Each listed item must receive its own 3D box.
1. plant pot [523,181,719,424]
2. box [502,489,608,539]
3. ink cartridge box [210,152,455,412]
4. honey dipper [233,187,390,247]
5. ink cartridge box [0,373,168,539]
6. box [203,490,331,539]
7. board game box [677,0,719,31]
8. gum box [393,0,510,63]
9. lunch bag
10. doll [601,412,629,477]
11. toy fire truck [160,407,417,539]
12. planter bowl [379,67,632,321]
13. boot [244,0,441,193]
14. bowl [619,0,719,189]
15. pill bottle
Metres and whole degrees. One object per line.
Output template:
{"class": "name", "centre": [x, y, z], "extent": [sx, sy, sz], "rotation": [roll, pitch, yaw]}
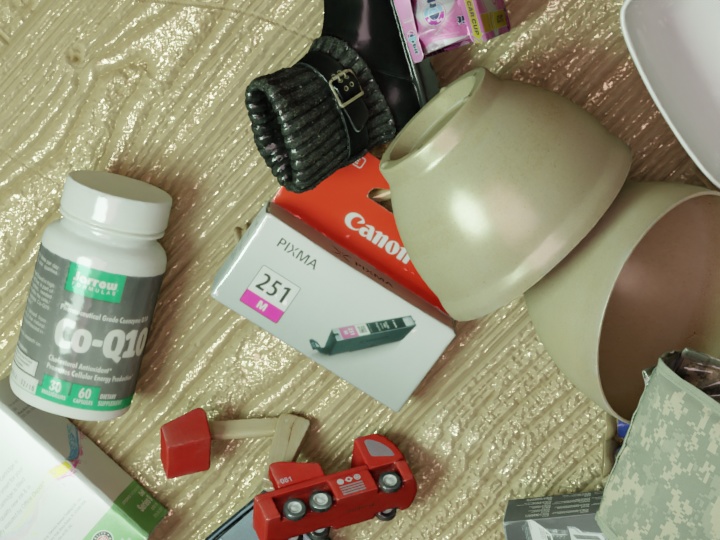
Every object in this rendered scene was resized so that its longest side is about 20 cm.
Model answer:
{"class": "plant pot", "centre": [0.212, 0.009, 1.538], "extent": [0.134, 0.200, 0.201], "rotation": [27, 107, 42]}
{"class": "box", "centre": [0.233, 0.267, 1.599], "extent": [0.199, 0.050, 0.159], "rotation": [-7, 107, 13]}
{"class": "ink cartridge box", "centre": [0.000, 0.000, 1.606], "extent": [0.200, 0.044, 0.174], "rotation": [32, 107, -11]}
{"class": "honey dipper", "centre": [-0.013, -0.052, 1.626], "extent": [0.199, 0.038, 0.038], "rotation": [-19, 97, 9]}
{"class": "ink cartridge box", "centre": [-0.300, 0.214, 1.695], "extent": [0.200, 0.088, 0.145], "rotation": [41, 104, -2]}
{"class": "box", "centre": [-0.071, 0.316, 1.695], "extent": [0.158, 0.051, 0.200], "rotation": [-40, 92, 13]}
{"class": "board game box", "centre": [0.302, -0.285, 1.523], "extent": [0.200, 0.046, 0.152], "rotation": [35, 104, 1]}
{"class": "gum box", "centre": [0.067, -0.234, 1.492], "extent": [0.066, 0.200, 0.114], "rotation": [-16, 96, 12]}
{"class": "lunch bag", "centre": [0.294, 0.171, 1.460], "extent": [0.200, 0.117, 0.165], "rotation": [31, 119, 25]}
{"class": "doll", "centre": [0.310, 0.146, 1.598], "extent": [0.199, 0.049, 0.137], "rotation": [3, 122, 6]}
{"class": "toy fire truck", "centre": [-0.065, 0.173, 1.645], "extent": [0.199, 0.141, 0.049], "rotation": [-14, 140, -19]}
{"class": "planter bowl", "centre": [0.101, -0.078, 1.503], "extent": [0.200, 0.200, 0.135], "rotation": [-41, 104, 14]}
{"class": "boot", "centre": [-0.032, -0.185, 1.542], "extent": [0.157, 0.079, 0.212], "rotation": [-24, 94, -20]}
{"class": "bowl", "centre": [0.326, -0.181, 1.478], "extent": [0.199, 0.075, 0.200], "rotation": [-30, 96, 13]}
{"class": "pill bottle", "centre": [-0.234, 0.021, 1.634], "extent": [0.113, 0.113, 0.201], "rotation": [16, 103, 6]}
